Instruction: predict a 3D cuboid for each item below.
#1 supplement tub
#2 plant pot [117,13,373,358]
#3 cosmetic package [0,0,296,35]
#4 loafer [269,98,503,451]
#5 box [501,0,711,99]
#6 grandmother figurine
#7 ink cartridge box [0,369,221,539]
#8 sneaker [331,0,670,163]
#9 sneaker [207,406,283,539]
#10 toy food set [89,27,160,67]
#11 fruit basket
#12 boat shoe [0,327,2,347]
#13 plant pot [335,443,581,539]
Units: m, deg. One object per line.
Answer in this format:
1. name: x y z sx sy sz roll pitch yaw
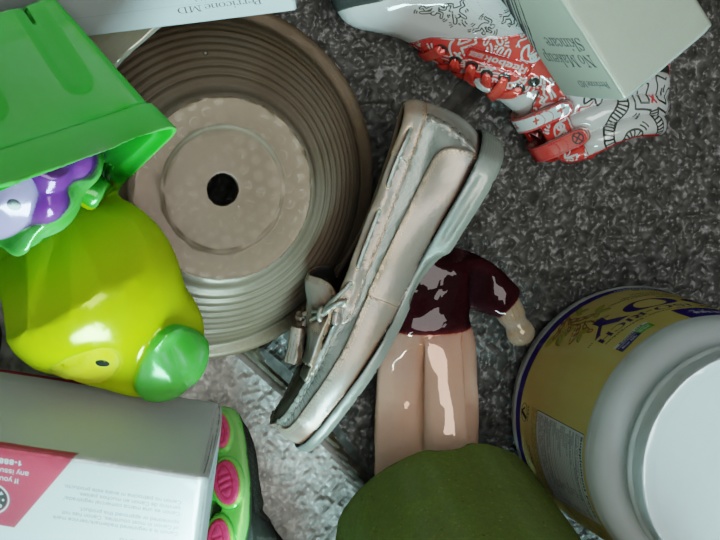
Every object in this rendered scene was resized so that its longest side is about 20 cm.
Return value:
1. supplement tub: 0.177 0.090 1.441 0.144 0.200 0.146 -2 97 -15
2. plant pot: -0.084 -0.047 1.413 0.200 0.093 0.202 -2 98 -14
3. cosmetic package: -0.140 -0.178 1.279 0.199 0.151 0.052 -6 56 5
4. loafer: 0.000 0.000 1.410 0.063 0.072 0.201 31 97 -15
5. box: 0.095 -0.189 1.381 0.068 0.082 0.200 -39 107 -13
6. grandmother figurine: 0.041 0.032 1.474 0.121 0.061 0.201 -7 101 -23
7. ink cartridge box: -0.156 0.162 1.366 0.147 0.086 0.201 9 117 -1
8. sneaker: 0.083 -0.113 1.462 0.200 0.067 0.109 -3 95 -17
9. sneaker: -0.066 0.176 1.461 0.076 0.084 0.201 -12 87 28
10. toy food set: -0.110 -0.205 1.393 0.200 0.060 0.144 -41 79 -4
11. fruit basket: -0.171 -0.010 1.315 0.155 0.215 0.217 -21 103 -38
12. boat shoe: -0.252 0.103 1.404 0.202 0.071 0.061 -58 150 -14
13. plant pot: 0.070 0.200 1.404 0.199 0.190 0.201 -11 136 -11
